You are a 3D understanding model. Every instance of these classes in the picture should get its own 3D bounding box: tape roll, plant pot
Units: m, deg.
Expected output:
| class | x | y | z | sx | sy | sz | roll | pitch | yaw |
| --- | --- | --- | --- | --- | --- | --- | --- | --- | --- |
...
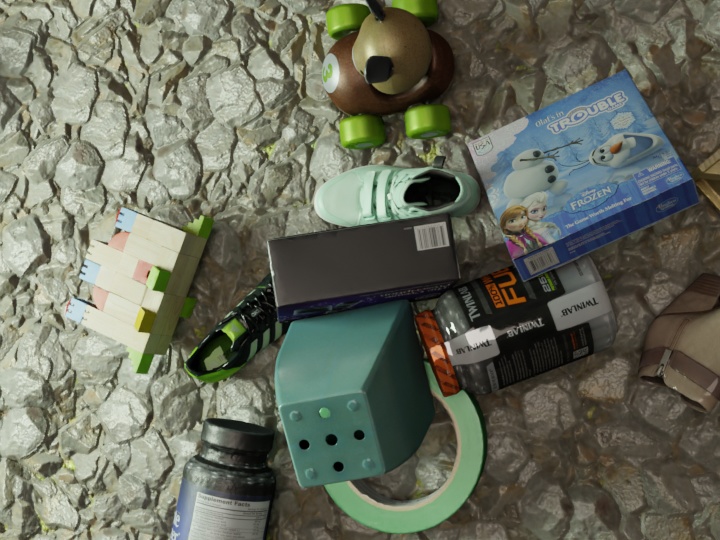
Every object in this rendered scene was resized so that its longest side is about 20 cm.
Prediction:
| class | x | y | z | sx | sy | sz | roll | pitch | yaw |
| --- | --- | --- | --- | --- | --- | --- | --- | --- | --- |
| tape roll | 0.047 | 0.200 | 1.266 | 0.198 | 0.048 | 0.202 | -1 | 86 | 12 |
| plant pot | -0.011 | 0.137 | 1.138 | 0.140 | 0.200 | 0.142 | -12 | 103 | 11 |

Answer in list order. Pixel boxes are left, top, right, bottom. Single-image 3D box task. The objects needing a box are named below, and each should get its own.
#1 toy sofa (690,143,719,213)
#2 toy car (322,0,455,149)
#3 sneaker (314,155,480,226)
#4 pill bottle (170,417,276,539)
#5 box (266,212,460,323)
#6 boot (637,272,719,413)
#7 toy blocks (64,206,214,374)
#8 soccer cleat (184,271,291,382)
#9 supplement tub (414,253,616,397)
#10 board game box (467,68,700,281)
| class | x | y | z | sx | sy | sz | roll | pitch | yaw |
| --- | --- | --- | --- | --- | --- | --- | --- | --- | --- |
| toy sofa | 0.449 | -0.059 | 1.172 | 0.097 | 0.083 | 0.200 | -39 | 80 | -6 |
| toy car | 0.019 | -0.239 | 1.216 | 0.156 | 0.200 | 0.166 | -8 | 85 | 11 |
| sneaker | 0.032 | -0.091 | 1.248 | 0.198 | 0.118 | 0.075 | -4 | 88 | 13 |
| pill bottle | -0.159 | 0.280 | 1.273 | 0.111 | 0.112 | 0.202 | 10 | 89 | 13 |
| box | 0.000 | 0.000 | 1.212 | 0.198 | 0.141 | 0.080 | -9 | 83 | -4 |
| boot | 0.392 | 0.082 | 1.149 | 0.199 | 0.070 | 0.147 | 14 | 68 | 53 |
| toy blocks | -0.278 | 0.007 | 1.332 | 0.136 | 0.100 | 0.202 | 22 | 92 | 24 |
| soccer cleat | -0.125 | 0.061 | 1.292 | 0.200 | 0.081 | 0.068 | -44 | 79 | 7 |
| supplement tub | 0.166 | 0.059 | 1.193 | 0.198 | 0.123 | 0.123 | -21 | 83 | -1 |
| board game box | 0.234 | -0.108 | 1.187 | 0.199 | 0.043 | 0.200 | -25 | 43 | 10 |
